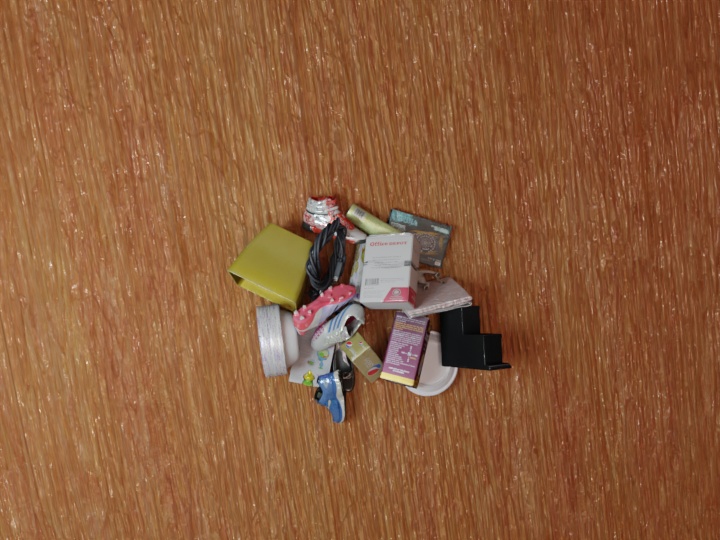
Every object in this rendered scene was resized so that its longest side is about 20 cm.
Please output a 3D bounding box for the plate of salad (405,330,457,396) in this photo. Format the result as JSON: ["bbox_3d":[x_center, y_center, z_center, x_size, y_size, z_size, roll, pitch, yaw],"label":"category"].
[{"bbox_3d":[0.205,0.286,1.733,0.199,0.048,0.201,1,83,-11],"label":"plate of salad"}]

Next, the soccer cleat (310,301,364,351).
[{"bbox_3d":[-0.066,0.172,1.569,0.070,0.086,0.200,34,112,-32],"label":"soccer cleat"}]

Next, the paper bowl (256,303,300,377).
[{"bbox_3d":[-0.229,0.194,1.574,0.104,0.201,0.202,-8,96,-9],"label":"paper bowl"}]

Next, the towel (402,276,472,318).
[{"bbox_3d":[0.205,0.078,1.646,0.199,0.191,0.032,-12,110,-9],"label":"towel"}]

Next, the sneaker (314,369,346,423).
[{"bbox_3d":[-0.089,0.374,1.658,0.089,0.079,0.201,-5,124,4],"label":"sneaker"}]

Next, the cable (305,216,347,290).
[{"bbox_3d":[-0.091,-0.049,1.525,0.051,0.163,0.201,18,100,29],"label":"cable"}]

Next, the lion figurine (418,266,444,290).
[{"bbox_3d":[0.143,0.014,1.683,0.199,0.122,0.073,6,105,-25],"label":"lion figurine"}]

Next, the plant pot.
[{"bbox_3d":[-0.229,-0.014,1.559,0.199,0.200,0.177,25,77,1],"label":"plant pot"}]

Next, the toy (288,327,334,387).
[{"bbox_3d":[-0.139,0.244,1.669,0.115,0.047,0.201,11,100,-1],"label":"toy"}]

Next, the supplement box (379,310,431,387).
[{"bbox_3d":[0.136,0.234,1.641,0.103,0.131,0.201,11,79,15],"label":"supplement box"}]

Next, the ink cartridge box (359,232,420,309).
[{"bbox_3d":[0.085,0.003,1.573,0.145,0.085,0.201,-2,71,23],"label":"ink cartridge box"}]

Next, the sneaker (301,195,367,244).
[{"bbox_3d":[-0.066,-0.150,1.614,0.201,0.067,0.108,16,110,7],"label":"sneaker"}]

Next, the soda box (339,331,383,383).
[{"bbox_3d":[0.013,0.255,1.627,0.068,0.200,0.064,-39,57,-5],"label":"soda box"}]

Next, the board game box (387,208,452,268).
[{"bbox_3d":[0.170,-0.096,1.706,0.199,0.028,0.136,16,91,-10],"label":"board game box"}]

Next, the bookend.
[{"bbox_3d":[0.333,0.186,1.649,0.092,0.198,0.201,0,85,-33],"label":"bookend"}]

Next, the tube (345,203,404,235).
[{"bbox_3d":[0.048,-0.122,1.659,0.200,0.058,0.052,33,51,-1],"label":"tube"}]

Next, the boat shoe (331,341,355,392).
[{"bbox_3d":[-0.056,0.276,1.683,0.067,0.057,0.201,-11,96,-9],"label":"boat shoe"}]

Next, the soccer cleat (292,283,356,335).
[{"bbox_3d":[-0.098,0.105,1.545,0.200,0.067,0.077,-30,139,-24],"label":"soccer cleat"}]

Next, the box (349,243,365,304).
[{"bbox_3d":[0.000,0.000,1.637,0.039,0.041,0.201,21,66,-27],"label":"box"}]

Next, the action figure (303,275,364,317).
[{"bbox_3d":[-0.092,0.095,1.629,0.200,0.102,0.119,28,64,-26],"label":"action figure"}]
